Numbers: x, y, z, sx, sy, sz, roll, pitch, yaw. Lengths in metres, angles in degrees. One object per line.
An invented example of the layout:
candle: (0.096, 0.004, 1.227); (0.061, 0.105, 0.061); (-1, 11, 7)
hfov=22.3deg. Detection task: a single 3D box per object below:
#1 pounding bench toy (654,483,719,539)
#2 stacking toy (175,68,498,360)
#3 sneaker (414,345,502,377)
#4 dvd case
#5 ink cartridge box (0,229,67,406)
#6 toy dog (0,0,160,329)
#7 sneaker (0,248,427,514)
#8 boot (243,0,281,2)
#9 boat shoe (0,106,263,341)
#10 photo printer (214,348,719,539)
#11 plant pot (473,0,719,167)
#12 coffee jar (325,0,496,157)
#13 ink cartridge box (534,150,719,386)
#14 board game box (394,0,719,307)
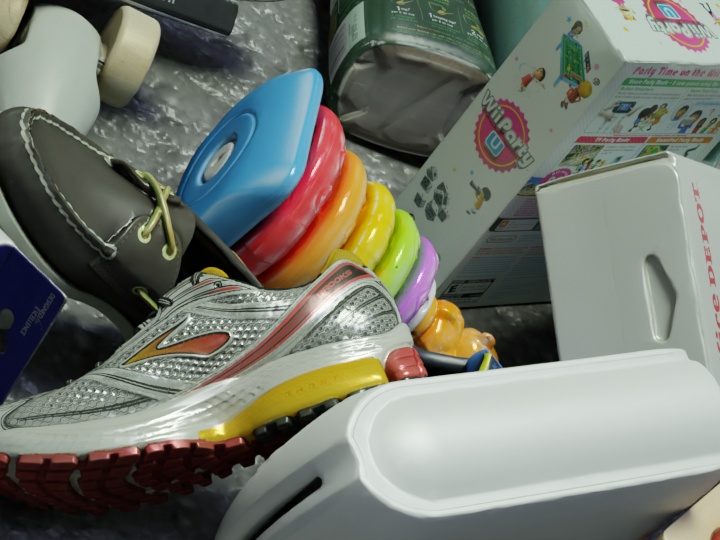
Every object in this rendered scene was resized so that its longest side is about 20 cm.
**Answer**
pounding bench toy: (0.191, 0.171, 0.870); (0.124, 0.156, 0.199); (47, 35, 14)
stacking toy: (0.000, 0.000, 0.960); (0.199, 0.116, 0.110); (37, 35, -21)
sneaker: (0.072, 0.092, 0.925); (0.199, 0.079, 0.066); (29, 33, -16)
dvd case: (-0.178, -0.170, 0.945); (0.150, 0.025, 0.199); (23, 7, 35)
ink cartridge box: (-0.219, -0.022, 0.774); (0.200, 0.095, 0.037); (42, 35, 7)
toy dog: (-0.170, -0.056, 0.888); (0.131, 0.096, 0.201); (37, 49, -6)
sneaker: (-0.075, 0.048, 0.784); (0.198, 0.078, 0.083); (-15, 67, -10)
boot: (-0.128, -0.212, 1.067); (0.198, 0.073, 0.144); (15, 6, -23)
boat shoe: (-0.098, -0.012, 0.817); (0.201, 0.060, 0.072); (51, 28, -48)
photo printer: (0.039, 0.100, 0.790); (0.198, 0.166, 0.070); (-4, 64, -31)
plant pot: (0.161, -0.150, 1.195); (0.199, 0.200, 0.197); (24, 42, -19)
coffee jar: (0.025, -0.168, 1.176); (0.103, 0.086, 0.201); (16, 40, -19)
ink cartridge box: (0.181, 0.025, 1.002); (0.199, 0.087, 0.147); (9, 70, -61)
board game box: (0.122, -0.067, 1.044); (0.147, 0.200, 0.065); (-3, 52, -45)
